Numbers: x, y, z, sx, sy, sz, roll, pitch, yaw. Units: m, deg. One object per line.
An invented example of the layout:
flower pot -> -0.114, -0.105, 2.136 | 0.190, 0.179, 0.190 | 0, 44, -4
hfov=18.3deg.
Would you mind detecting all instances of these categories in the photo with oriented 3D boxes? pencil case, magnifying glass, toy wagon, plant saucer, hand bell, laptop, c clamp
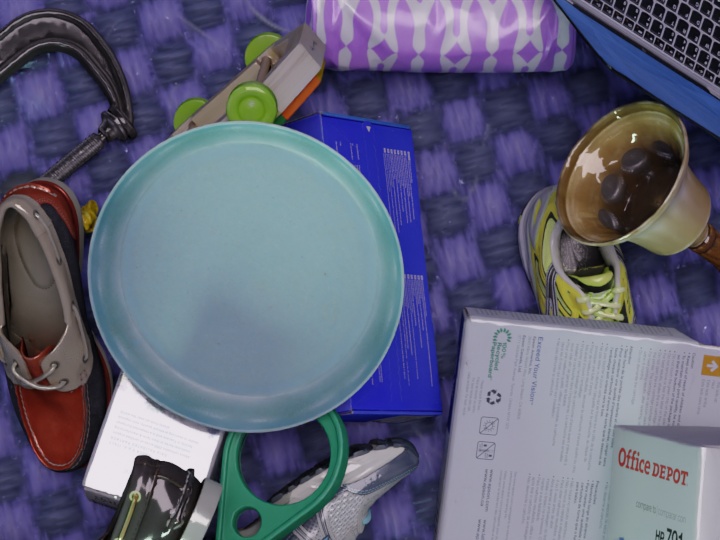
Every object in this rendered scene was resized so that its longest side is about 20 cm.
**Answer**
pencil case -> 0.057, -0.179, 1.536 | 0.198, 0.086, 0.084 | -2, 37, -5
magnifying glass -> -0.075, 0.169, 1.430 | 0.079, 0.022, 0.201 | 27, 83, 19
toy wagon -> -0.105, -0.085, 1.478 | 0.200, 0.155, 0.040 | -41, 102, 14
plant saucer -> -0.071, 0.002, 1.405 | 0.198, 0.027, 0.202 | 1, 106, 3
hand bell -> 0.231, -0.020, 1.494 | 0.200, 0.104, 0.105 | 33, 76, -38
laptop -> 0.225, -0.177, 1.492 | 0.187, 0.116, 0.201 | 28, 74, -29
c clamp -> -0.231, -0.076, 1.538 | 0.171, 0.027, 0.200 | 43, 82, 10

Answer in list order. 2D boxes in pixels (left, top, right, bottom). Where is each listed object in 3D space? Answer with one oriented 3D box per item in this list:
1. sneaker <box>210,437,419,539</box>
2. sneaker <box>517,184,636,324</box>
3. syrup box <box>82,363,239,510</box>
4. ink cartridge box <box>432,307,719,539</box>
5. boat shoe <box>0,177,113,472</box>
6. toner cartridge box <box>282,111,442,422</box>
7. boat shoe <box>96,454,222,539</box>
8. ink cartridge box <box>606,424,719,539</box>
sneaker -> -0.037, 0.186, 1.480 | 0.199, 0.078, 0.087 | -35, 89, 1
sneaker -> 0.152, 0.038, 1.509 | 0.075, 0.076, 0.201 | -16, 83, -8
syrup box -> -0.114, 0.068, 1.486 | 0.078, 0.081, 0.201 | 18, 80, 2
ink cartridge box -> 0.153, 0.132, 1.477 | 0.198, 0.043, 0.198 | 7, 102, -4
boat shoe -> -0.207, 0.041, 1.464 | 0.071, 0.063, 0.202 | 0, 105, 11
toner cartridge box -> 0.000, 0.000, 1.499 | 0.043, 0.095, 0.202 | -14, 77, 39
boat shoe -> -0.157, 0.194, 1.423 | 0.060, 0.072, 0.202 | 28, 121, -10
ink cartridge box -> 0.210, 0.201, 1.373 | 0.085, 0.146, 0.202 | 3, 90, -14
